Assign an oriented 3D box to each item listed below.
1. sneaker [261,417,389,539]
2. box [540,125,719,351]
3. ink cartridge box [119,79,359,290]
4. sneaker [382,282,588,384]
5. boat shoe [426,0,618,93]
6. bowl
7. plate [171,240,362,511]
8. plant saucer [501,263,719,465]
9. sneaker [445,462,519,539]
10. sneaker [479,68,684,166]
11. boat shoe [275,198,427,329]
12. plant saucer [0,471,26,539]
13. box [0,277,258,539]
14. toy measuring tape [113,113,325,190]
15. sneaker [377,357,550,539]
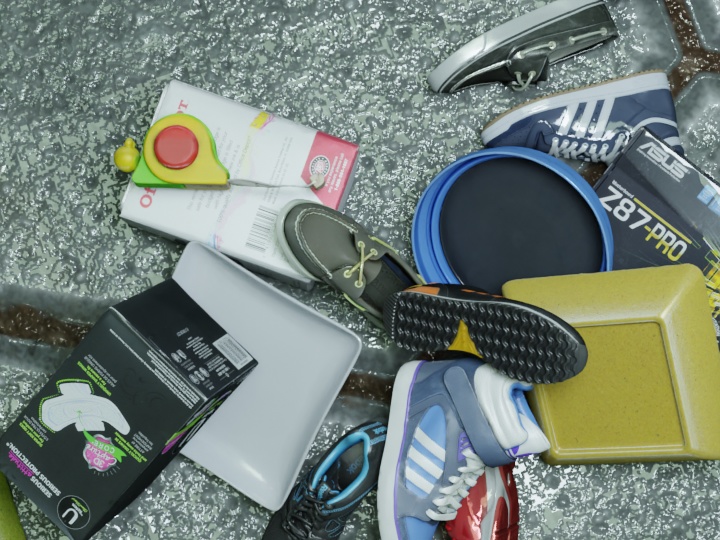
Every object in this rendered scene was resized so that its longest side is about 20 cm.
[{"bbox_3d":[-0.041,0.220,1.591,0.073,0.082,0.200,38,99,18],"label":"sneaker"},{"bbox_3d":[0.301,-0.017,1.611,0.200,0.049,0.161,39,103,6],"label":"box"},{"bbox_3d":[-0.116,-0.083,1.644,0.200,0.086,0.148,20,83,3],"label":"ink cartridge box"},{"bbox_3d":[0.125,0.046,1.538,0.200,0.090,0.070,12,112,26],"label":"sneaker"},{"bbox_3d":[0.165,-0.217,1.675,0.200,0.071,0.064,-26,83,-6],"label":"boat shoe"},{"bbox_3d":[0.148,-0.025,1.602,0.200,0.039,0.201,11,117,22],"label":"bowl"},{"bbox_3d":[-0.117,0.099,1.609,0.199,0.032,0.200,30,107,13],"label":"plate"},{"bbox_3d":[0.236,0.102,1.565,0.200,0.048,0.200,-6,110,27],"label":"plant saucer"},{"bbox_3d":[0.091,0.222,1.629,0.115,0.078,0.200,3,89,22],"label":"sneaker"},{"bbox_3d":[0.226,-0.125,1.665,0.200,0.070,0.109,-16,81,-6],"label":"sneaker"},{"bbox_3d":[0.001,-0.003,1.592,0.202,0.060,0.072,40,74,-37],"label":"boat shoe"},{"bbox_3d":[-0.442,0.230,1.615,0.200,0.048,0.200,-19,83,-4],"label":"plant saucer"},{"bbox_3d":[-0.219,0.129,1.551,0.124,0.149,0.200,44,108,4],"label":"box"},{"bbox_3d":[-0.132,-0.112,1.572,0.200,0.074,0.074,1,82,1],"label":"toy measuring tape"},{"bbox_3d":[0.100,0.181,1.542,0.146,0.081,0.200,3,84,25],"label":"sneaker"}]
